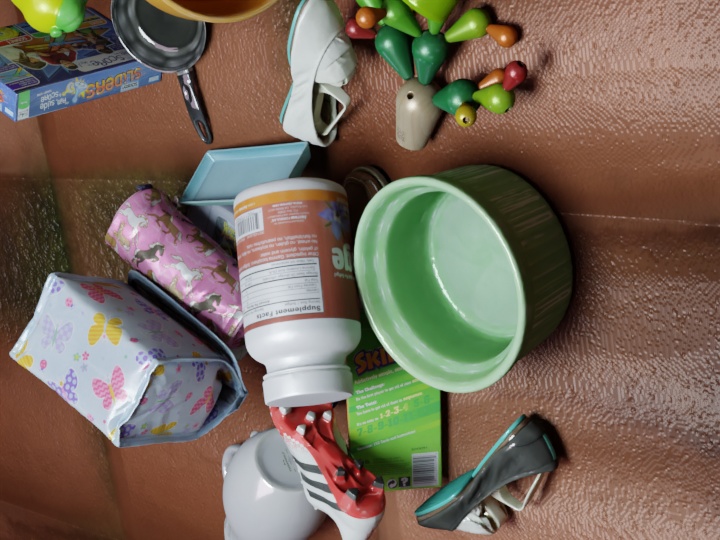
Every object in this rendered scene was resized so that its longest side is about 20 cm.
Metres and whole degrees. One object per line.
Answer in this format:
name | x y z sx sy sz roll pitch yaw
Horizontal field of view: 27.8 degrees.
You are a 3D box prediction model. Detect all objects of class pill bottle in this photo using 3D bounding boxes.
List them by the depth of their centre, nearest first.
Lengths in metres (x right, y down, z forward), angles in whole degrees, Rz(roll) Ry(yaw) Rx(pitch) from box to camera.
pill bottle | -0.058 0.023 1.372 0.112 0.111 0.202 -19 73 47

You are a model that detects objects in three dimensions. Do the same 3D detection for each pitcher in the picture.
pitcher | -0.109 0.242 1.632 0.173 0.120 0.201 61 151 28

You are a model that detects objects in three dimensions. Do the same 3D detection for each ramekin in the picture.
ramekin | 0.097 0.001 1.325 0.199 0.097 0.202 20 120 38

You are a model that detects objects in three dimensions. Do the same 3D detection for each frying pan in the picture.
frying pan | -0.189 -0.239 1.557 0.115 0.031 0.190 -34 103 37

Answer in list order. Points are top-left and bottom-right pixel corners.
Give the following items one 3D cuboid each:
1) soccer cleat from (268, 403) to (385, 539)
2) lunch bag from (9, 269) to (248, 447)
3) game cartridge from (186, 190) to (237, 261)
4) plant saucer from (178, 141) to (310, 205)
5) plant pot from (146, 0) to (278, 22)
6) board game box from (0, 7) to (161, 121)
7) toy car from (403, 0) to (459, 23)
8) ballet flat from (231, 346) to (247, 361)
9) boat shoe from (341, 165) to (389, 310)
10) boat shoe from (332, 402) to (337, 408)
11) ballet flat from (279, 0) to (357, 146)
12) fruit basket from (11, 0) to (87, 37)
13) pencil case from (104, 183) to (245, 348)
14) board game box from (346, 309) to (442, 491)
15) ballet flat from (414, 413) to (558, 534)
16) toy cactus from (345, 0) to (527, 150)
soccer cleat | -0.040 0.189 1.445 0.200 0.068 0.086 50 139 38
lunch bag | -0.224 0.086 1.487 0.169 0.199 0.128 35 101 26
game cartridge | -0.125 0.000 1.594 0.200 0.041 0.134 38 126 28
plant saucer | -0.120 -0.097 1.513 0.019 0.070 0.199 37 160 -30
plant pot | -0.173 -0.343 1.398 0.183 0.199 0.202 17 120 56
board game box | -0.333 -0.228 1.584 0.135 0.199 0.035 35 129 30
toy car | 0.030 -0.313 1.152 0.158 0.199 0.165 44 110 23
ballet flat | -0.193 0.018 1.598 0.201 0.062 0.068 53 135 15
boat shoe | 0.000 0.000 1.443 0.071 0.068 0.202 12 114 43
boat shoe | -0.060 0.070 1.506 0.083 0.069 0.202 -2 121 15
ballet flat | -0.034 -0.187 1.383 0.070 0.069 0.201 49 155 18
fruit basket | -0.344 -0.355 1.538 0.215 0.215 0.157 37 130 28
pencil case | -0.176 -0.003 1.538 0.200 0.083 0.087 41 95 14
board game box | 0.033 0.127 1.452 0.030 0.094 0.202 -106 13 -66
ballet flat | 0.124 0.217 1.416 0.068 0.068 0.200 47 135 7
toy cactus | 0.057 -0.176 1.307 0.199 0.102 0.166 32 137 21
